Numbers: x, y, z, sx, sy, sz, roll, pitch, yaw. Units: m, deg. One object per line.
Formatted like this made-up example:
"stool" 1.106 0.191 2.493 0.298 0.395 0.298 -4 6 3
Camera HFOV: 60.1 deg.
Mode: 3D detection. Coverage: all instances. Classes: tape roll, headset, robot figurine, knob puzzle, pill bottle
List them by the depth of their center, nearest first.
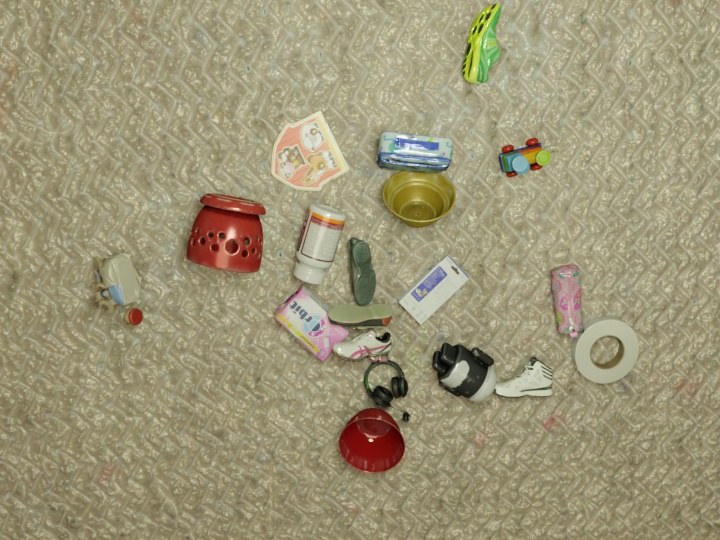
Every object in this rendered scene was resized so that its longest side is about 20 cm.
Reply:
"knob puzzle" -0.155 -0.307 1.691 0.214 0.031 0.225 -1 105 -2
"pill bottle" -0.116 -0.074 1.712 0.107 0.110 0.204 16 104 -6
"robot figurine" 0.304 0.295 1.818 0.198 0.150 0.126 33 72 -9
"tape roll" 0.731 0.238 1.862 0.198 0.037 0.207 -1 104 -3
"headset" 0.092 0.361 1.864 0.122 0.094 0.202 -30 88 10

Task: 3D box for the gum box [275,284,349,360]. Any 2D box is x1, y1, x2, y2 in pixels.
"gum box" -0.141 0.146 1.789 0.200 0.066 0.114 43 98 -12

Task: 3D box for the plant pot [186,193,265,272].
"plant pot" -0.353 -0.104 1.655 0.196 0.200 0.187 9 97 -4

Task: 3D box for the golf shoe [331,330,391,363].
"golf shoe" 0.003 0.213 1.787 0.197 0.072 0.094 5 103 -36

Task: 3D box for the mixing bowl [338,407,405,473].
"mixing bowl" 0.037 0.486 1.853 0.195 0.109 0.204 2 116 4

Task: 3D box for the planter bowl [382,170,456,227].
"planter bowl" 0.156 -0.178 1.686 0.196 0.203 0.084 -2 140 -2

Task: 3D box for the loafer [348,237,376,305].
"loafer" 0.000 0.000 1.767 0.071 0.063 0.204 -18 121 -24

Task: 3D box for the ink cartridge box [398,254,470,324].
"ink cartridge box" 0.211 0.052 1.794 0.200 0.039 0.099 -43 102 10

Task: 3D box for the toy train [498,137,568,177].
"toy train" 0.482 -0.309 1.670 0.196 0.116 0.086 -15 105 2

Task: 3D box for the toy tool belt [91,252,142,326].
"toy tool belt" -0.680 0.055 1.735 0.121 0.124 0.204 -4 104 31

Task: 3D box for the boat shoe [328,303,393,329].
"boat shoe" -0.002 0.137 1.772 0.196 0.072 0.063 -3 136 -23

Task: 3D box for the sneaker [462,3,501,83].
"sneaker" 0.326 -0.589 1.626 0.082 0.074 0.204 9 102 -30

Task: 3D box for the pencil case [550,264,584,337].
"pencil case" 0.599 0.086 1.793 0.085 0.088 0.204 -9 104 0

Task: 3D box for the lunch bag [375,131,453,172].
"lunch bag" 0.139 -0.309 1.631 0.195 0.161 0.084 5 89 -3

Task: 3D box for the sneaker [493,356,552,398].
"sneaker" 0.482 0.315 1.863 0.196 0.076 0.118 0 96 -10
